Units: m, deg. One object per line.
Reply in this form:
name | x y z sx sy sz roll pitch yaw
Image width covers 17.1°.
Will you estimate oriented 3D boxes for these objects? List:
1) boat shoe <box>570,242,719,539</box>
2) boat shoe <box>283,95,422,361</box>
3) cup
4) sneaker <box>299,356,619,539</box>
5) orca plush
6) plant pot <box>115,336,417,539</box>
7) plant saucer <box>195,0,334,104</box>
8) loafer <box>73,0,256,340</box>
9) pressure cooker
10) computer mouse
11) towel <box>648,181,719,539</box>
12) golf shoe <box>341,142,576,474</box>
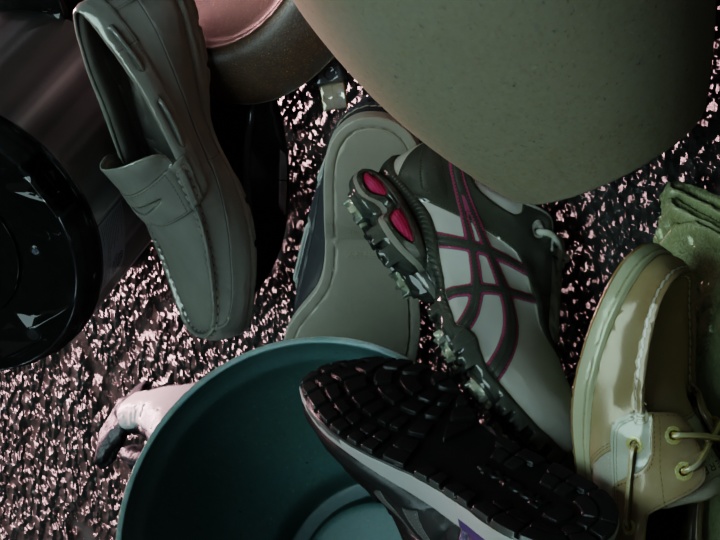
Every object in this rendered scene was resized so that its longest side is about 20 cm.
boat shoe | 0.136 0.088 1.085 0.066 0.074 0.201 17 113 34
boat shoe | 0.000 0.000 1.291 0.063 0.072 0.201 -85 4 -64
cup | 0.083 -0.117 1.093 0.200 0.200 0.144 -8 116 48
sneaker | 0.034 0.114 1.105 0.200 0.075 0.088 36 132 46
orca plush | -0.091 0.109 1.377 0.199 0.105 0.071 -12 109 49
plant pot | -0.008 0.148 1.223 0.199 0.134 0.201 -6 72 17
plant saucer | -0.060 -0.192 1.297 0.200 0.034 0.202 -11 74 44
loafer | -0.108 -0.056 1.285 0.070 0.070 0.201 -7 101 53
pressure cooker | -0.195 -0.057 1.383 0.179 0.200 0.176 43 127 -8
computer mouse | -0.048 -0.074 1.330 0.140 0.046 0.201 -4 86 46
towel | 0.178 0.071 1.109 0.148 0.036 0.201 29 116 41
golf shoe | 0.071 0.014 1.173 0.088 0.077 0.200 -31 66 -2
